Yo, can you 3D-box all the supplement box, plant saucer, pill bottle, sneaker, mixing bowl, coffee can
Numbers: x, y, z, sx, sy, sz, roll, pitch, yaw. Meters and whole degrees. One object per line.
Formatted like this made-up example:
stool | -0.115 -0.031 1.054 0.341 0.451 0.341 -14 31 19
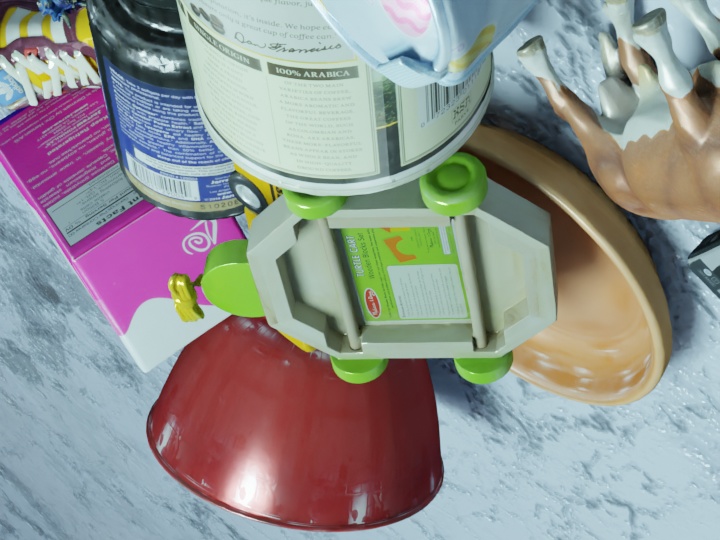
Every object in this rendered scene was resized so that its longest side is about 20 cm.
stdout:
supplement box | -0.153 -0.041 1.131 0.200 0.103 0.101 48 168 51
plant saucer | 0.090 -0.009 0.961 0.200 0.037 0.201 34 155 18
pill bottle | -0.089 -0.124 0.955 0.112 0.112 0.200 34 155 18
sneaker | -0.193 -0.135 1.124 0.199 0.090 0.075 17 145 46
mixing bowl | -0.033 0.068 1.131 0.200 0.200 0.109 28 120 31
coffee can | -0.014 -0.148 0.754 0.146 0.146 0.200 32 154 22

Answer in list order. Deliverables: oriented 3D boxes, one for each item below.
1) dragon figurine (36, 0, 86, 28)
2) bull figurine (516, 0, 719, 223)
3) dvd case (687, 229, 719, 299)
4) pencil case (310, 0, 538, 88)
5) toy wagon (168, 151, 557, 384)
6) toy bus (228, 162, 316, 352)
dragon figurine | -0.154 -0.199 0.995 0.100 0.059 0.200 50 156 -15
bull figurine | 0.145 -0.062 0.732 0.122 0.065 0.200 55 162 -13
dvd case | 0.249 0.019 0.775 0.150 0.025 0.200 46 156 -5
pencil case | 0.066 -0.144 0.579 0.083 0.200 0.091 17 139 56
toy wagon | 0.000 0.000 0.903 0.199 0.040 0.156 0 142 11
toy bus | -0.018 -0.027 0.975 0.078 0.065 0.201 30 152 27
